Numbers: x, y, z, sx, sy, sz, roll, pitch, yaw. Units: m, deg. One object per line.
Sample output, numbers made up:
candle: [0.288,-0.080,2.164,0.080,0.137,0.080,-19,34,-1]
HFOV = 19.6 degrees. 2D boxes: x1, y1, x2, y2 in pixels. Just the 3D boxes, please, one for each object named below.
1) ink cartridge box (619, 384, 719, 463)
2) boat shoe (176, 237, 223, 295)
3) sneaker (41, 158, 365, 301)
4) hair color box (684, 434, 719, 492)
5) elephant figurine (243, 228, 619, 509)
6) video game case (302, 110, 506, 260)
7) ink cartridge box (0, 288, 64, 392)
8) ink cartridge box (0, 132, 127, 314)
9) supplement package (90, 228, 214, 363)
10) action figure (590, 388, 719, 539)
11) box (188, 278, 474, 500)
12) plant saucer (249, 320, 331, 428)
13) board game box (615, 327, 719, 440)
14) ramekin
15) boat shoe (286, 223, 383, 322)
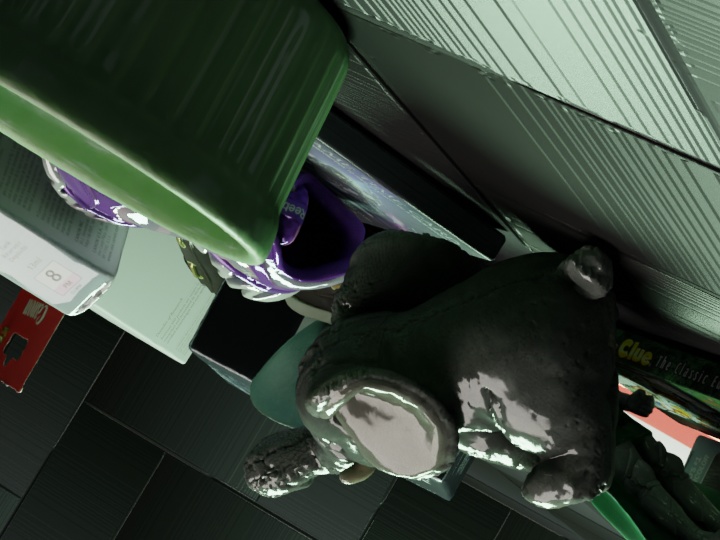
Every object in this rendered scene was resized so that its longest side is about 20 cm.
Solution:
ink cartridge box: [0.210,0.123,1.322,0.163,0.057,0.200,29,178,14]
boat shoe: [-0.096,-0.023,1.497,0.061,0.072,0.201,28,165,8]
sneaker: [-0.073,-0.042,1.093,0.200,0.081,0.088,29,169,-37]
hair color box: [0.223,0.187,1.244,0.061,0.099,0.200,20,161,29]
elephant figurine: [0.026,0.054,1.039,0.200,0.155,0.142,2,-173,10]
video game case: [-0.026,-0.061,1.117,0.143,0.019,0.200,34,172,-29]
ink cartridge box: [-0.199,-0.028,1.333,0.050,0.200,0.161,33,173,-18]
ink cartridge box: [-0.208,-0.089,1.127,0.200,0.057,0.163,31,-141,-20]
supplement package: [-0.201,-0.032,1.663,0.121,0.120,0.200,27,173,38]
action figure: [0.129,0.088,1.131,0.200,0.055,0.118,40,-158,26]
box: [0.003,0.063,1.468,0.197,0.117,0.200,28,174,8]
plant saucer: [0.031,0.049,1.264,0.201,0.039,0.201,-4,-162,1]
board game box: [0.199,0.074,1.105,0.105,0.023,0.200,37,172,-30]
ramekin: [-0.101,-0.094,0.850,0.200,0.098,0.200,30,174,4]
boat shoe: [0.000,0.000,1.233,0.201,0.072,0.061,-142,40,-66]
